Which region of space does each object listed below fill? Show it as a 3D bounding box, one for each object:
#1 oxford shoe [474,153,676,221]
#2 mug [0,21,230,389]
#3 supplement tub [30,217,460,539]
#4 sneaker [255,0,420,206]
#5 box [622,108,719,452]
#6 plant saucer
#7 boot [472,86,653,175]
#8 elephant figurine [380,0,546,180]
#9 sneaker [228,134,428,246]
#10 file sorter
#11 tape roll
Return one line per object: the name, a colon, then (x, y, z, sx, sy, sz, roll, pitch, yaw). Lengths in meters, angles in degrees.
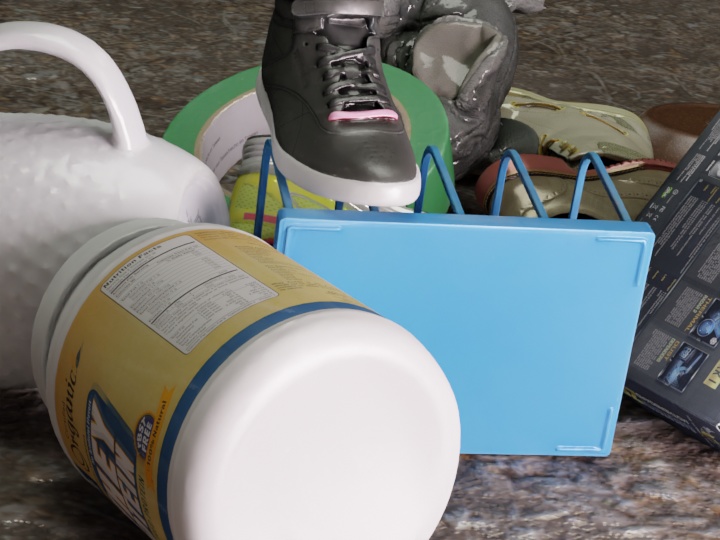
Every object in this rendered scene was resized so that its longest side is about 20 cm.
oxford shoe: (0.180, -0.033, 1.580, 0.198, 0.071, 0.075, 0, 45, -22)
mug: (-0.167, -0.034, 1.174, 0.174, 0.202, 0.148, 0, 23, 16)
supplement tub: (-0.061, 0.062, 1.038, 0.144, 0.146, 0.200, -5, 20, -31)
sneaker: (-0.011, -0.110, 1.172, 0.070, 0.100, 0.200, 1, 27, -17)
box: (0.224, -0.003, 1.272, 0.051, 0.201, 0.157, 42, -8, -36)
plant saucer: (0.311, -0.109, 1.876, 0.198, 0.037, 0.201, 5, 17, -2)
boot: (0.136, -0.085, 1.694, 0.198, 0.073, 0.155, 4, 20, -4)
elephant figurine: (0.066, -0.117, 1.620, 0.141, 0.156, 0.201, 20, 32, -31)
sneaker: (0.000, 0.000, 1.366, 0.199, 0.091, 0.078, 28, -18, -9)
file sorter: (0.039, 0.009, 1.210, 0.198, 0.140, 0.123, 2, 29, -11)
tape roll: (-0.037, -0.070, 1.496, 0.198, 0.048, 0.201, -5, 40, 4)
